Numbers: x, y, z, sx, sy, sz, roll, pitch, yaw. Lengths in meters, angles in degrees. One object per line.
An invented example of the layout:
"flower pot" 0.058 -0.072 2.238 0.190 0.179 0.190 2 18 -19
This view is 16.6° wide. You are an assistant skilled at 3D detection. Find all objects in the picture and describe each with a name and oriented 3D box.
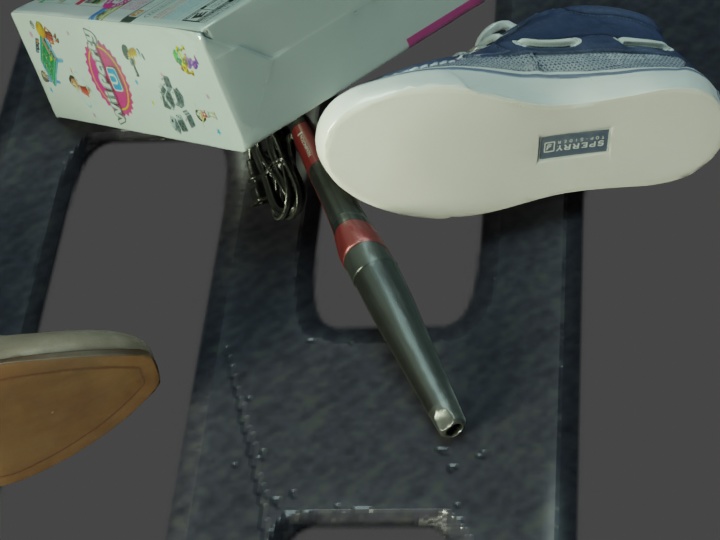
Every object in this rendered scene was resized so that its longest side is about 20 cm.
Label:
"curling iron" 0.000 0.000 1.111 0.025 0.050 0.200 -6 45 -33
"boot" 0.065 -0.079 1.154 0.199 0.073 0.090 -2 34 -20
"board game box" -0.057 -0.125 1.176 0.147 0.065 0.200 -33 23 -24
"boot" -0.201 0.033 1.083 0.199 0.071 0.146 -18 42 -11
